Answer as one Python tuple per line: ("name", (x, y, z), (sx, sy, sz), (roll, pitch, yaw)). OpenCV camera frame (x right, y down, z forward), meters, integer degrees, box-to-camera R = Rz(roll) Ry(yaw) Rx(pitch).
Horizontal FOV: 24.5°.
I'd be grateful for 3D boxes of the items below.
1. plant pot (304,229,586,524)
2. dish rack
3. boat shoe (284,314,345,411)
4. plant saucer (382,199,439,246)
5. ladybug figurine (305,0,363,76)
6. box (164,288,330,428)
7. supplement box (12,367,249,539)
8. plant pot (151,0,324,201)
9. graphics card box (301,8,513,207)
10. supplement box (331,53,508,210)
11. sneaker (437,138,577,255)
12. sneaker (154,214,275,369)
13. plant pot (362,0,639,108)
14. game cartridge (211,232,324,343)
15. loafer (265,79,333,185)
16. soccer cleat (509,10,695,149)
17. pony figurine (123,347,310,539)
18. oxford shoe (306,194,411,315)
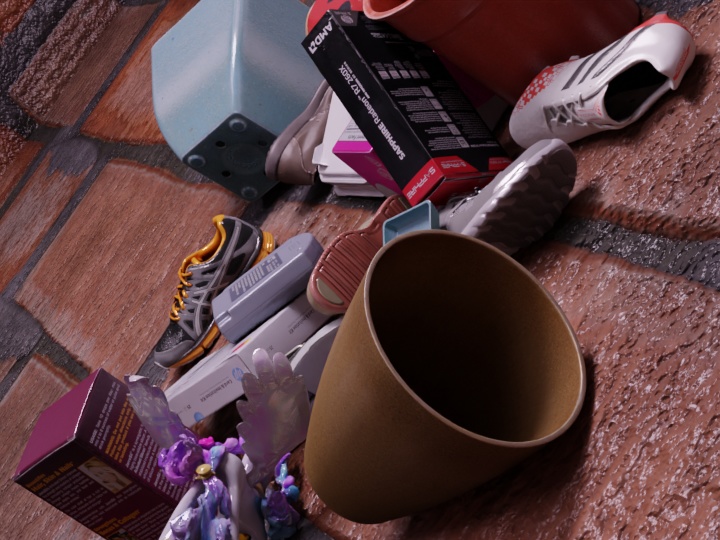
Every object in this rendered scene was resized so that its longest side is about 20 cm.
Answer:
("plant pot", (0.039, 0.103, 1.255), (0.200, 0.185, 0.187), (-51, 18, 42))
("dish rack", (0.001, -0.168, 1.782), (0.200, 0.043, 0.174), (-170, 93, -70))
("boat shoe", (-0.042, 0.091, 1.541), (0.200, 0.070, 0.064), (-43, 25, 28))
("plant saucer", (0.046, 0.045, 1.403), (0.070, 0.019, 0.202), (-24, 61, 50))
("ladybug figurine", (0.009, -0.264, 1.688), (0.199, 0.072, 0.137), (-21, 39, 50))
("box", (-0.134, 0.102, 1.675), (0.200, 0.041, 0.156), (-35, 5, 39))
("supplement box", (-0.204, 0.194, 1.537), (0.110, 0.199, 0.086), (-34, 28, 39))
("plant pot", (-0.135, -0.206, 2.025), (0.196, 0.195, 0.201), (-35, 39, 36))
("graphics card box", (0.045, -0.149, 1.509), (0.125, 0.201, 0.051), (-9, -30, -51))
("supplement box", (0.076, -0.169, 1.649), (0.201, 0.101, 0.103), (-57, 22, -9))
("sneaker", (0.101, -0.047, 1.427), (0.200, 0.074, 0.082), (-45, 47, 20))
("sneaker", (-0.183, 0.023, 1.914), (0.201, 0.077, 0.078), (-55, 24, -2))
("plant pot", (0.139, -0.251, 1.522), (0.201, 0.195, 0.202), (-42, 24, 24))
("game cartridge", (-0.094, 0.014, 1.720), (0.133, 0.042, 0.200), (-34, 7, -2))
("loafer", (-0.031, -0.167, 1.926), (0.201, 0.071, 0.073), (-54, -16, -24))
("soccer cleat", (0.201, -0.148, 1.420), (0.199, 0.069, 0.086), (-28, 29, 38))
("pony figurine", (-0.118, 0.181, 1.438), (0.165, 0.194, 0.201), (-5, 42, 17))
("oxford shoe", (0.000, 0.000, 1.560), (0.074, 0.071, 0.200), (-45, -4, 37))
